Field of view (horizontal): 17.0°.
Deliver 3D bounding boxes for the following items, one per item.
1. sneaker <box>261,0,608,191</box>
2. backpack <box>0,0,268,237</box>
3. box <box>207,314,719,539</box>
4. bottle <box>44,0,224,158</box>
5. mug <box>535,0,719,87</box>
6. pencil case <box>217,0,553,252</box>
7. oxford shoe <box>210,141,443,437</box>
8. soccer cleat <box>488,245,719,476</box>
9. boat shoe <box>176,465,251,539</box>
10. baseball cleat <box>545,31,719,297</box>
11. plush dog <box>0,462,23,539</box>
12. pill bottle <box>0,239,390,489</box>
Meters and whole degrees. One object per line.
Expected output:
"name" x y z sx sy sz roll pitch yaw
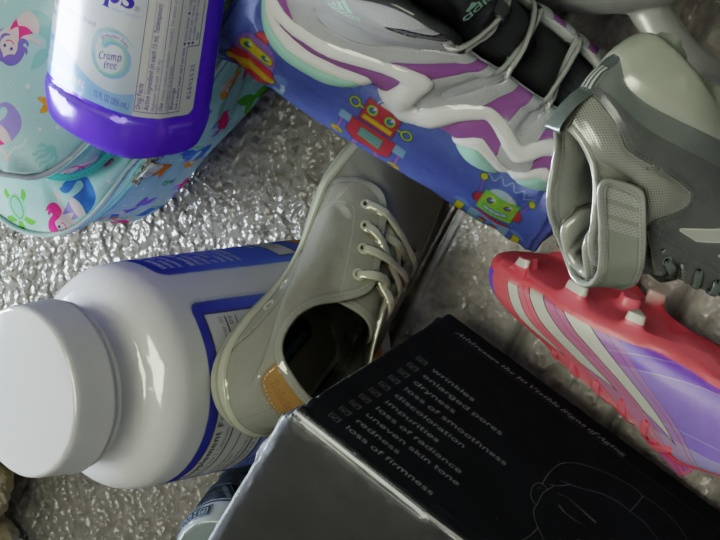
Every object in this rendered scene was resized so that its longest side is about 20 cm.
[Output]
"sneaker" 0.056 -0.106 1.049 0.199 0.140 0.078 19 70 -3
"backpack" -0.150 -0.118 1.270 0.178 0.150 0.200 49 123 14
"box" 0.055 0.140 1.099 0.200 0.197 0.124 36 114 12
"bottle" -0.098 -0.155 1.109 0.083 0.065 0.201 30 120 38
"mug" 0.143 -0.171 1.066 0.175 0.147 0.201 -37 80 52
"pencil case" 0.024 -0.092 1.157 0.200 0.087 0.078 33 143 1
"oxford shoe" 0.000 0.000 1.168 0.058 0.200 0.075 -6 132 47
"soccer cleat" 0.138 0.053 1.141 0.200 0.067 0.077 27 114 26
"boat shoe" -0.001 0.172 1.242 0.200 0.091 0.071 41 118 -6
"baseball cleat" 0.148 -0.009 1.066 0.106 0.200 0.070 -43 22 -9
"plush dog" -0.265 0.118 1.343 0.160 0.172 0.201 32 111 27
"pill bottle" -0.090 0.048 1.197 0.112 0.200 0.113 8 101 45
